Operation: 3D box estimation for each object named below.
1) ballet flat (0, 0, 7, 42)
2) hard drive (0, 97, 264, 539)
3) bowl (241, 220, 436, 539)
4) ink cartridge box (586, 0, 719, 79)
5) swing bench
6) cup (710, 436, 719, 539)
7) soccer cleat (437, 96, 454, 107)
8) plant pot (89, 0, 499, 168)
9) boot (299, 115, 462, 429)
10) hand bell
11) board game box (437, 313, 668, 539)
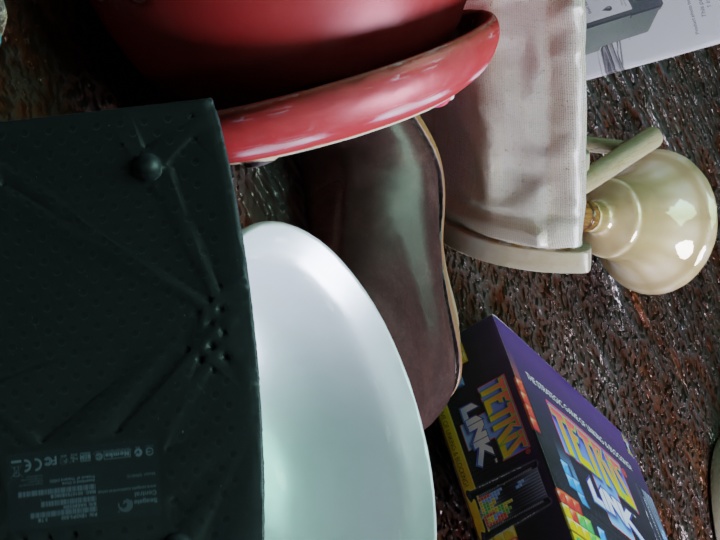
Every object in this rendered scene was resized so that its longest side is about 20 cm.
[{"bbox_3d":[-0.204,-0.125,0.766,0.075,0.068,0.200,59,14,21],"label":"ballet flat"},{"bbox_3d":[-0.105,0.039,0.787,0.042,0.134,0.201,84,-1,-71],"label":"hard drive"},{"bbox_3d":[-0.051,0.087,0.905,0.201,0.090,0.202,43,39,-49],"label":"bowl"},{"bbox_3d":[0.198,-0.189,1.452,0.145,0.199,0.084,-29,103,-64],"label":"ink cartridge box"},{"bbox_3d":[0.096,-0.133,1.230,0.200,0.129,0.200,-51,144,-57],"label":"swing bench"},{"bbox_3d":[0.379,0.209,1.651,0.200,0.143,0.201,42,39,-47],"label":"cup"},{"bbox_3d":[0.001,-0.150,1.113,0.200,0.076,0.067,-111,-150,-48],"label":"soccer cleat"},{"bbox_3d":[-0.035,-0.156,0.962,0.200,0.200,0.183,-44,120,-62],"label":"plant pot"},{"bbox_3d":[0.000,0.000,1.080,0.166,0.072,0.201,-61,134,-59],"label":"boot"},{"bbox_3d":[0.149,-0.038,1.419,0.200,0.104,0.105,3,72,-52],"label":"hand bell"},{"bbox_3d":[0.123,0.140,1.224,0.200,0.057,0.166,40,26,-50],"label":"board game box"}]
